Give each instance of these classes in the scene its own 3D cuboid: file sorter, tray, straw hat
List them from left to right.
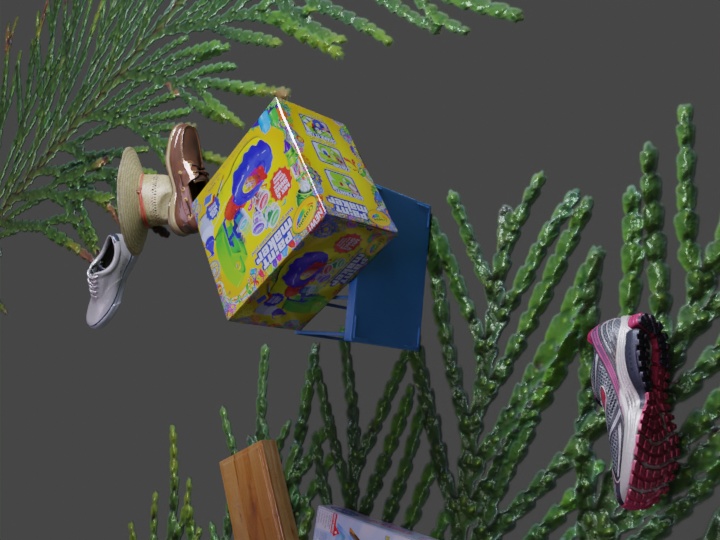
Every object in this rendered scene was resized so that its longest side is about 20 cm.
[{"bbox_3d":[-0.371,-0.128,1.357,0.085,0.201,0.202,-3,75,-2],"label":"straw hat"},{"bbox_3d":[-0.148,0.364,1.109,0.098,0.037,0.201,-32,63,29],"label":"tray"},{"bbox_3d":[0.000,0.000,1.008,0.122,0.139,0.201,-3,79,42],"label":"file sorter"}]

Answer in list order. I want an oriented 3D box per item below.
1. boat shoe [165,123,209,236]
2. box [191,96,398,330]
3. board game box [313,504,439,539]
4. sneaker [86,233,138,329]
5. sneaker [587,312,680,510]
[{"bbox_3d":[-0.297,-0.162,1.327,0.067,0.072,0.201,-7,82,32],"label":"boat shoe"},{"bbox_3d":[-0.088,-0.064,0.929,0.200,0.122,0.193,-45,53,29],"label":"box"},{"bbox_3d":[0.014,0.426,0.962,0.199,0.041,0.201,5,83,40],"label":"board game box"},{"bbox_3d":[-0.493,0.017,1.440,0.073,0.071,0.201,28,98,39],"label":"sneaker"},{"bbox_3d":[0.284,0.148,0.791,0.075,0.080,0.201,-17,61,50],"label":"sneaker"}]
